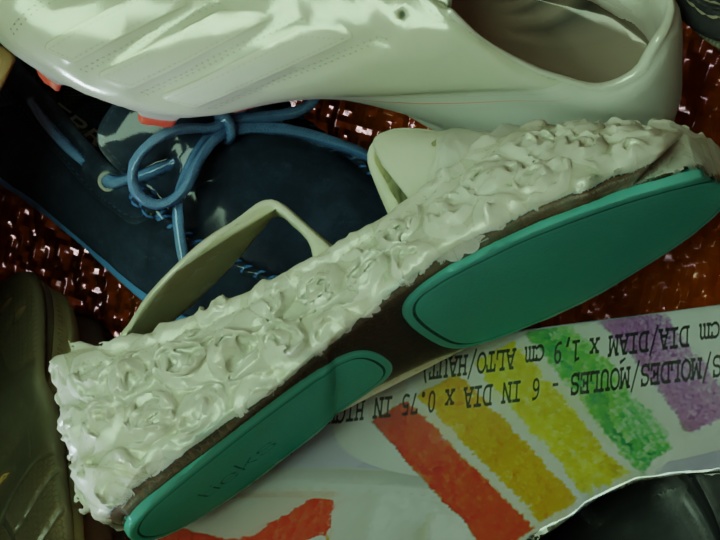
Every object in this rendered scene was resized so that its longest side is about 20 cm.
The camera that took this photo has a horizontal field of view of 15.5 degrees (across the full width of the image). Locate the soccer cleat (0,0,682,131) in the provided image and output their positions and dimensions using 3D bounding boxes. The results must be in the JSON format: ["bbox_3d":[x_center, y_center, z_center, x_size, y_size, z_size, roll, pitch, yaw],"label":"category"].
[{"bbox_3d":[-0.007,-0.074,0.735,0.200,0.078,0.069,12,58,-1],"label":"soccer cleat"}]

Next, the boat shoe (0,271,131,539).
[{"bbox_3d":[-0.084,0.087,0.775,0.072,0.068,0.200,-41,36,29],"label":"boat shoe"}]

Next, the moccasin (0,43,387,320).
[{"bbox_3d":[-0.060,-0.036,0.796,0.200,0.080,0.068,24,139,27],"label":"moccasin"}]

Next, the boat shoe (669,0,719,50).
[{"bbox_3d":[0.077,-0.152,0.728,0.073,0.063,0.200,-24,69,29],"label":"boat shoe"}]

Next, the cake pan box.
[{"bbox_3d":[0.036,0.107,0.713,0.200,0.052,0.184,-7,61,23],"label":"cake pan box"}]

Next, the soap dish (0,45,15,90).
[{"bbox_3d":[-0.211,-0.006,0.759,0.157,0.081,0.200,26,86,2],"label":"soap dish"}]

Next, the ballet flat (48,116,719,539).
[{"bbox_3d":[0.000,0.000,0.713,0.200,0.072,0.072,-30,73,6],"label":"ballet flat"}]
